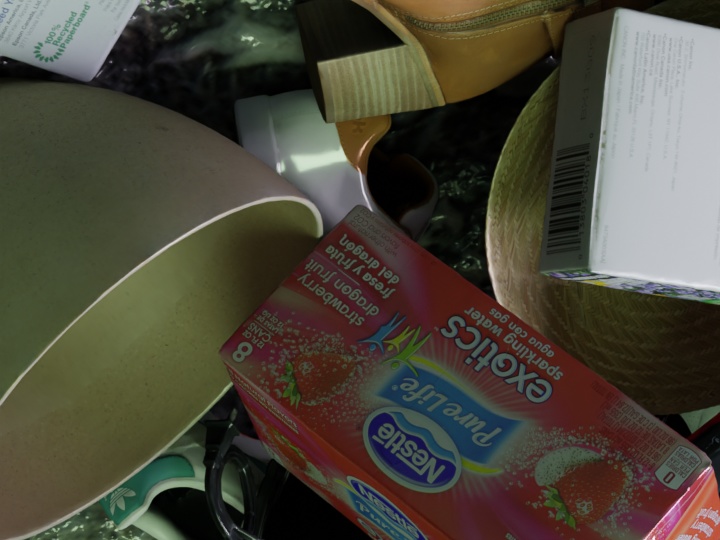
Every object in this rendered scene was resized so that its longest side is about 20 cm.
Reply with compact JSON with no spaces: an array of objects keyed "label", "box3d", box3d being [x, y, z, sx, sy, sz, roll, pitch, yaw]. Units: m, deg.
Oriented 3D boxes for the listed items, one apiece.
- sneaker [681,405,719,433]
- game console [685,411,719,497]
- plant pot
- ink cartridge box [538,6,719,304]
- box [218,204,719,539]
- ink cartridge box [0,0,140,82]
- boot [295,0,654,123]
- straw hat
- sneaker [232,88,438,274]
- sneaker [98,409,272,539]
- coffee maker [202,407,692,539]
[{"label":"sneaker","box3d":[0.192,0.020,1.223,0.200,0.116,0.074,-37,167,37]},{"label":"game console","box3d":[0.257,0.091,1.124,0.200,0.119,0.172,3,143,-47]},{"label":"plant pot","box3d":[-0.134,-0.002,1.085,0.200,0.134,0.200,-40,163,-15]},{"label":"ink cartridge box","box3d":[0.178,-0.037,1.092,0.199,0.109,0.050,9,174,-22]},{"label":"box","box3d":[0.047,0.077,1.088,0.095,0.200,0.100,-46,152,-14]},{"label":"ink cartridge box","box3d":[-0.150,-0.179,0.991,0.200,0.043,0.196,17,128,-27]},{"label":"boot","box3d":[0.046,-0.149,1.057,0.154,0.074,0.200,-16,148,-6]},{"label":"straw hat","box3d":[0.135,-0.040,1.169,0.200,0.085,0.202,-6,110,-17]},{"label":"sneaker","box3d":[0.000,0.000,1.189,0.084,0.073,0.200,-12,135,-1]},{"label":"sneaker","box3d":[-0.056,0.125,1.283,0.200,0.094,0.070,29,121,-36]},{"label":"coffee maker","box3d":[0.057,0.137,1.191,0.199,0.135,0.192,-11,155,26]}]
